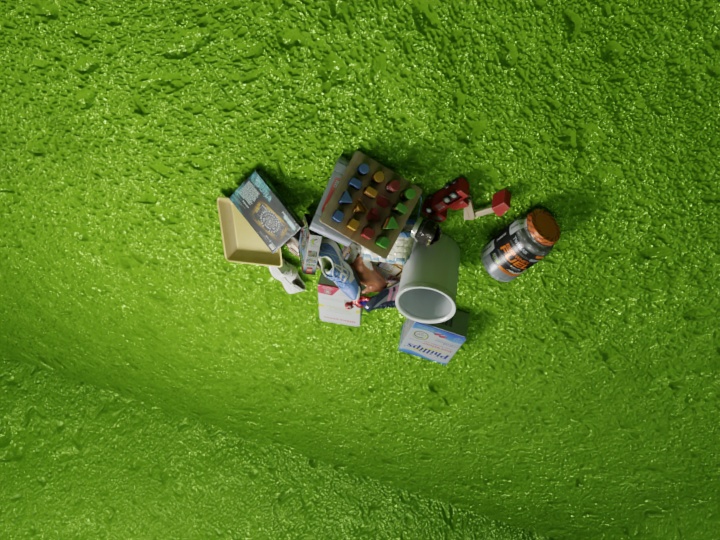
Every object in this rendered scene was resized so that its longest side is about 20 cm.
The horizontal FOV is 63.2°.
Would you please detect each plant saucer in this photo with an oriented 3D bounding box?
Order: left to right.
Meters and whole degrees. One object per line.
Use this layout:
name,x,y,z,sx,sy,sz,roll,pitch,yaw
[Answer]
plant saucer,-0.314,-0.120,1.716,0.196,0.048,0.204,7,115,20

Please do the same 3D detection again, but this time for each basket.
basket,0.072,-0.126,1.571,0.173,0.139,0.203,10,116,13

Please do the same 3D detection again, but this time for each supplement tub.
supplement tub,0.417,-0.066,1.525,0.121,0.124,0.200,25,142,-14

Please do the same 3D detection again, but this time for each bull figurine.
bull figurine,0.000,0.000,1.726,0.120,0.066,0.201,-9,134,34

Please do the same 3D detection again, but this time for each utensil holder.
utensil holder,0.196,0.019,1.646,0.167,0.202,0.171,10,143,7

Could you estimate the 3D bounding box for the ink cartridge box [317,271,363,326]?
ink cartridge box,-0.062,0.086,1.920,0.142,0.084,0.202,10,142,5

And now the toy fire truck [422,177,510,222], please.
toy fire truck,0.270,-0.170,1.504,0.140,0.049,0.199,31,143,-26

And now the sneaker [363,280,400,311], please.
sneaker,0.104,0.087,1.754,0.083,0.198,0.070,59,160,10

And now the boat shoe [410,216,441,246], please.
boat shoe,0.180,-0.095,1.535,0.060,0.073,0.201,27,-173,14

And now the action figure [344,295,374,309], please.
action figure,0.047,0.093,1.815,0.196,0.053,0.065,-7,166,-10

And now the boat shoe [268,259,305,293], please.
boat shoe,-0.234,0.005,1.893,0.068,0.072,0.201,-4,148,21

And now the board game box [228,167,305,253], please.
board game box,-0.261,-0.164,1.628,0.135,0.028,0.201,-35,97,32

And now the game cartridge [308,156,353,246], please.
game cartridge,-0.035,-0.173,1.501,0.131,0.203,0.041,23,-177,-11

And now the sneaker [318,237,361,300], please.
sneaker,-0.068,0.008,1.657,0.075,0.077,0.201,-19,111,41

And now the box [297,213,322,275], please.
box,-0.141,-0.076,1.611,0.034,0.200,0.112,8,109,-13

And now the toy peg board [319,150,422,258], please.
toy peg board,0.031,-0.162,1.440,0.197,0.202,0.098,29,180,-8

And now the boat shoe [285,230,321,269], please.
boat shoe,-0.181,-0.079,1.765,0.071,0.076,0.201,-15,125,39

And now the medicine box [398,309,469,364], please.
medicine box,0.242,0.206,1.952,0.179,0.104,0.201,17,142,-3

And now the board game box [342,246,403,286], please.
board game box,0.038,-0.023,1.776,0.198,0.047,0.151,28,141,-17
